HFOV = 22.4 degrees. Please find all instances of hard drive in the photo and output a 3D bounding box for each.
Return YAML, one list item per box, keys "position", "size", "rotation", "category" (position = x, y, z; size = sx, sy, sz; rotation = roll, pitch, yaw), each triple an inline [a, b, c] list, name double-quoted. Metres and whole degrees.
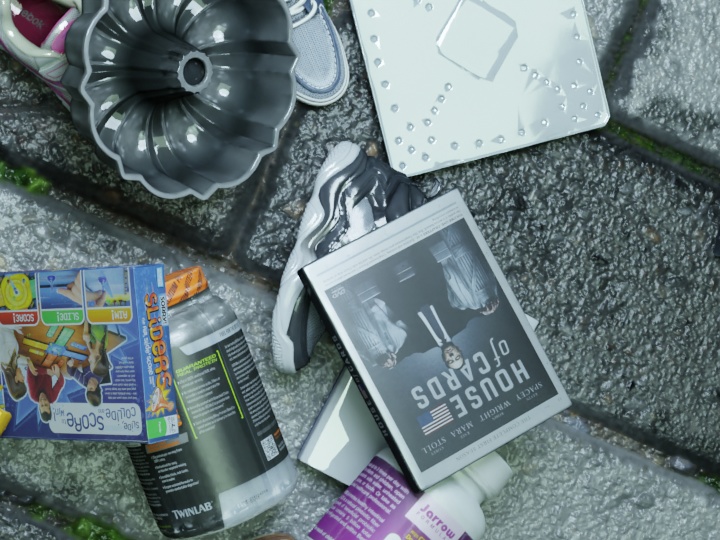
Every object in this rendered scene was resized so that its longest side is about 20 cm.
- position: [0.050, 0.102, 1.557]
  size: [0.132, 0.025, 0.200]
  rotation: [28, 86, -11]
  category: "hard drive"

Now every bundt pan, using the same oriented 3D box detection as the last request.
- position: [-0.149, -0.159, 1.425]
  size: [0.202, 0.076, 0.202]
  rotation: [-10, 107, -37]
  category: "bundt pan"

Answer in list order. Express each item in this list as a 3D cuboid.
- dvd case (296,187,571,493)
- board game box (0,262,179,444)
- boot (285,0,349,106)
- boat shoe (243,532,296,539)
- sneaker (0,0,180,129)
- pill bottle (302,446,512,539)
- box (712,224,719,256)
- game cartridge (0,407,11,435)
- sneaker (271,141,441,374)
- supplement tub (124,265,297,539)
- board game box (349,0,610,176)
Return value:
- position: [0.060, 0.055, 1.450]
  size: [0.150, 0.025, 0.200]
  rotation: [-28, 87, -18]
  category: "dvd case"
- position: [-0.229, 0.066, 1.424]
  size: [0.034, 0.200, 0.136]
  rotation: [-8, 95, -51]
  category: "board game box"
- position: [-0.069, -0.225, 1.489]
  size: [0.073, 0.090, 0.200]
  rotation: [-34, 98, -9]
  category: "boot"
- position: [-0.126, 0.292, 1.504]
  size: [0.200, 0.072, 0.076]
  rotation: [-38, 98, -8]
  category: "boat shoe"
- position: [-0.229, -0.174, 1.458]
  size: [0.200, 0.088, 0.081]
  rotation: [33, 86, -15]
  category: "sneaker"
- position: [0.031, 0.215, 1.484]
  size: [0.112, 0.112, 0.200]
  rotation: [42, 81, -10]
  category: "pill bottle"
- position: [0.434, -0.065, 1.597]
  size: [0.200, 0.086, 0.164]
  rotation: [15, 89, -11]
  category: "box"
- position: [-0.394, 0.153, 1.396]
  size: [0.176, 0.032, 0.200]
  rotation: [32, 78, -16]
  category: "game cartridge"
- position: [0.000, 0.000, 1.506]
  size: [0.114, 0.075, 0.200]
  rotation: [17, 85, 7]
  category: "sneaker"
- position: [-0.139, 0.105, 1.470]
  size: [0.122, 0.123, 0.200]
  rotation: [-21, 96, -10]
  category: "supplement tub"
- position: [0.097, -0.198, 1.557]
  size: [0.200, 0.026, 0.200]
  rotation: [-15, 95, -11]
  category: "board game box"
